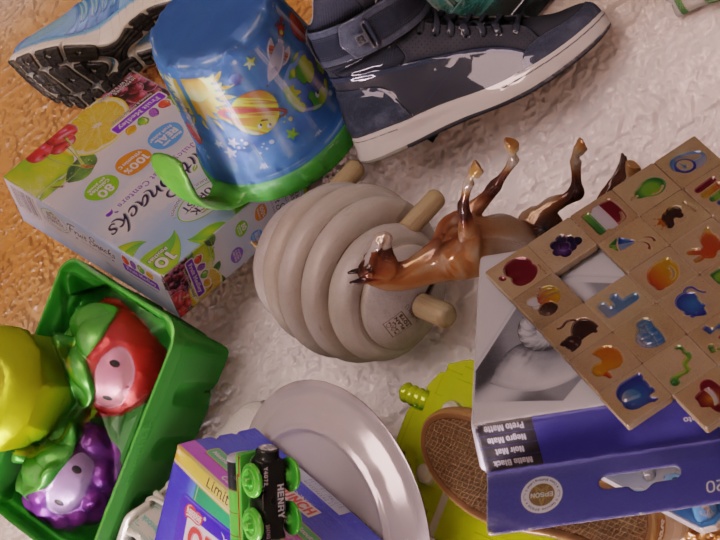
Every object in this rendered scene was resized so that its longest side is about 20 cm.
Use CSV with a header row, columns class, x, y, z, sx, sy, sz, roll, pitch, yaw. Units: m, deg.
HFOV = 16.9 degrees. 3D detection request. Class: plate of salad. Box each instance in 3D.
class,x,y,z,sx,sy,sz,roll,pitch,yaw
plate of salad,-0.013,0.172,1.666,0.200,0.048,0.201,17,112,47

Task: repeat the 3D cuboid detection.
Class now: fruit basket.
class,x,y,z,sx,sy,sz,roll,pitch,yaw
fruit basket,-0.223,0.098,1.763,0.155,0.215,0.216,29,93,38

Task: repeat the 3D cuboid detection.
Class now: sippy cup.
class,x,y,z,sx,sy,sz,roll,pitch,yaw
sippy cup,-0.081,-0.141,1.737,0.139,0.130,0.179,-17,47,19

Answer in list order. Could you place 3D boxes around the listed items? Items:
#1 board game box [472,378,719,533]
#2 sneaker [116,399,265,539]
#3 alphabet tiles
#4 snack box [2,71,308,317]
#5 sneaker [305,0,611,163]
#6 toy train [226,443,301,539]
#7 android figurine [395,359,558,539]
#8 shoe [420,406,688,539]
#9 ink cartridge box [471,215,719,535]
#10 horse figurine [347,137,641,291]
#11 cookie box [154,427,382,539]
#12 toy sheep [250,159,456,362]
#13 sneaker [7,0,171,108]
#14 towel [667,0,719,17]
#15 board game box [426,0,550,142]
class,x,y,z,sx,sy,sz,roll,pitch,yaw
board game box,0.201,0.049,1.534,0.199,0.026,0.200,27,65,39
sneaker,-0.122,0.180,1.752,0.070,0.080,0.201,38,97,40
alphabet tiles,0.196,0.013,1.488,0.167,0.008,0.200,-32,46,-9
snack box,-0.155,-0.061,1.833,0.142,0.053,0.200,-42,48,-21
sneaker,0.060,-0.179,1.682,0.201,0.077,0.147,-24,101,11
toy train,-0.064,0.207,1.556,0.056,0.042,0.201,11,105,56
android figurine,0.095,0.133,1.633,0.199,0.041,0.183,23,90,37
shoe,0.123,0.138,1.564,0.199,0.053,0.070,22,108,38
ink cartridge box,0.167,0.059,1.493,0.198,0.041,0.201,-10,47,15
horse figurine,0.104,-0.031,1.603,0.050,0.199,0.133,58,136,34
cookie box,-0.071,0.238,1.651,0.171,0.075,0.201,38,123,38
toy sheep,0.000,0.000,1.691,0.200,0.137,0.139,20,87,52
sneaker,-0.194,-0.198,1.948,0.199,0.078,0.090,-18,46,27
towel,0.285,-0.270,1.637,0.199,0.023,0.153,-21,64,28
board game box,0.074,-0.211,1.768,0.200,0.028,0.135,-50,52,12
